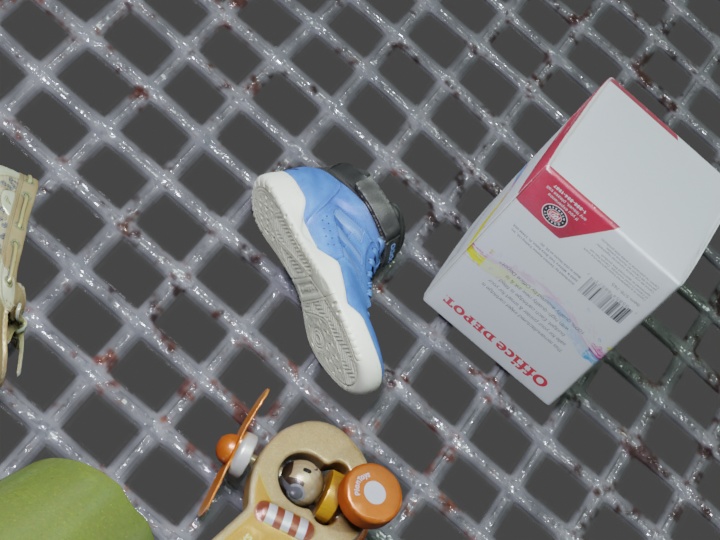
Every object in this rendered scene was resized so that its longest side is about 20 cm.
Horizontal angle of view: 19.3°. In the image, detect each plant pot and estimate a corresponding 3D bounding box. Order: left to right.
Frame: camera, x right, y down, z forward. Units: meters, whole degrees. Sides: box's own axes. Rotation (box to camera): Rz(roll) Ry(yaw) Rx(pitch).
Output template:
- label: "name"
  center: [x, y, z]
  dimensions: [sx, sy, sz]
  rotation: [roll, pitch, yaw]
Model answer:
- label: "plant pot"
  center: [-0.226, 0.215, 1.346]
  dimensions: [0.200, 0.200, 0.190]
  rotation: [44, 35, 1]

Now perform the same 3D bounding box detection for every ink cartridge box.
- label: "ink cartridge box"
  center: [0.177, -0.021, 1.733]
  dimensions: [0.145, 0.200, 0.145]
  rotation: [40, 45, -3]

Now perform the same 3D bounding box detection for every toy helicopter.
- label: "toy helicopter"
  center: [-0.076, 0.175, 1.527]
  dimensions: [0.200, 0.079, 0.133]
  rotation: [-36, 85, -35]

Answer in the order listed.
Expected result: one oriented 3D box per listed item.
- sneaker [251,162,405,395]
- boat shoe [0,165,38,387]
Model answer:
- label: "sneaker"
  center: [0.000, -0.001, 1.689]
  dimensions: [0.110, 0.077, 0.201]
  rotation: [-14, 61, -28]
- label: "boat shoe"
  center: [-0.260, 0.004, 1.524]
  dimensions: [0.062, 0.073, 0.201]
  rotation: [10, 54, -23]
